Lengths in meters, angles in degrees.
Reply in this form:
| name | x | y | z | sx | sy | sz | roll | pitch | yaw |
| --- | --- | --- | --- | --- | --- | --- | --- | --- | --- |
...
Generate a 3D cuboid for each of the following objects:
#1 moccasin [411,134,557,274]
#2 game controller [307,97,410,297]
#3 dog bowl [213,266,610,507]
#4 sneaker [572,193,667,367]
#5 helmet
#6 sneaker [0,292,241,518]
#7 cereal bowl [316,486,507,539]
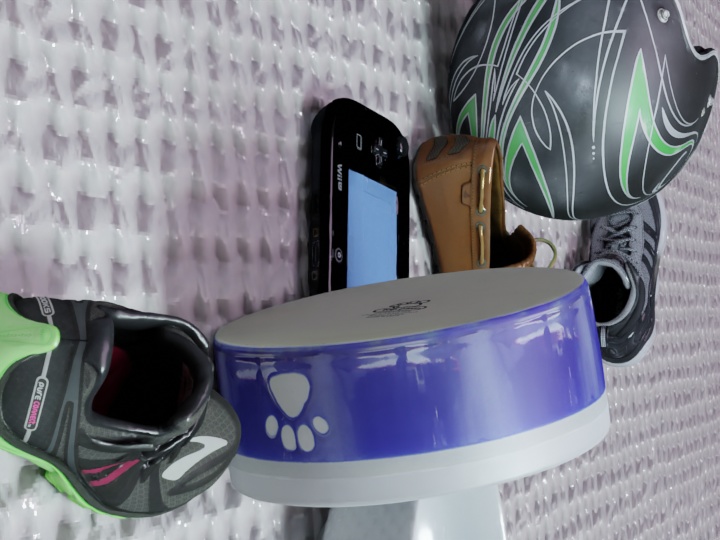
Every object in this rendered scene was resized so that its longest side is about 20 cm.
| name | x | y | z | sx | sy | sz | roll | pitch | yaw |
| --- | --- | --- | --- | --- | --- | --- | --- | --- | --- |
| moccasin | 0.096 | -0.009 | 1.371 | 0.074 | 0.077 | 0.203 | -62 | 144 | -55 |
| game controller | 0.000 | 0.000 | 1.156 | 0.104 | 0.042 | 0.202 | 30 | 58 | -67 |
| dog bowl | 0.026 | 0.056 | 0.986 | 0.200 | 0.198 | 0.080 | -28 | 111 | -68 |
| sneaker | 0.238 | -0.017 | 1.770 | 0.114 | 0.075 | 0.202 | 32 | 59 | -69 |
| helmet | 0.156 | -0.138 | 1.400 | 0.190 | 0.198 | 0.202 | 23 | 64 | -58 |
| sneaker | -0.094 | 0.062 | 0.818 | 0.200 | 0.083 | 0.078 | 35 | 54 | -65 |
| cereal bowl | 0.023 | 0.189 | 1.127 | 0.200 | 0.083 | 0.202 | -4 | 90 | -71 |
